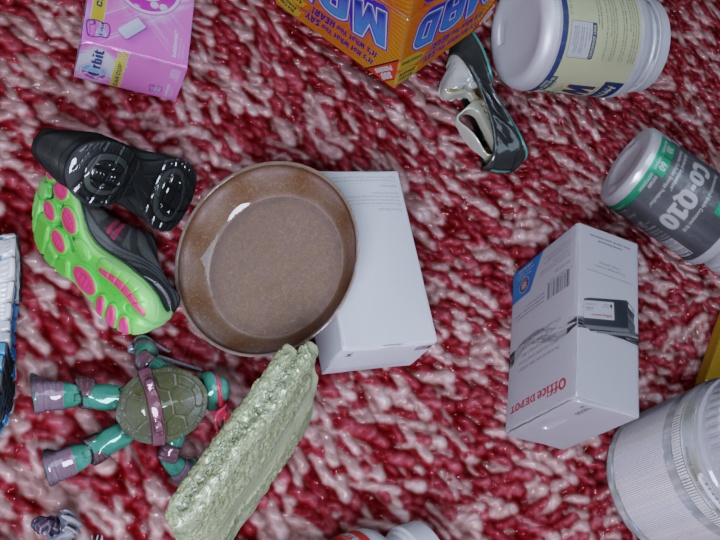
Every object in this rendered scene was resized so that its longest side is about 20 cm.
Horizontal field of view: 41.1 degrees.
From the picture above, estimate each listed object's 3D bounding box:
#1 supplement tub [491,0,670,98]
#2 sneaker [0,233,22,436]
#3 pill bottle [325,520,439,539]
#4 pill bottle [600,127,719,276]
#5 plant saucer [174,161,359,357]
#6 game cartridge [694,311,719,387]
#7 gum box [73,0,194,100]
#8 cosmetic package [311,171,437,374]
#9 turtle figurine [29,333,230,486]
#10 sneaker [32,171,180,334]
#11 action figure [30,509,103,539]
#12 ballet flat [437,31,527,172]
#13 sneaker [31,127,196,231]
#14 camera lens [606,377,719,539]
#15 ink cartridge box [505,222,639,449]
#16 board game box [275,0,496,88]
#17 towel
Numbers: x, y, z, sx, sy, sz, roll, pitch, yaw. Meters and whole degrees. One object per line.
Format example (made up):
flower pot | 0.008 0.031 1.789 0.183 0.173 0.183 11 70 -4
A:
supplement tub | 0.285 -0.301 1.244 0.196 0.145 0.148 0 66 -23
sneaker | -0.351 0.061 0.855 0.085 0.075 0.203 0 60 -14
pill bottle | -0.021 0.299 0.853 0.197 0.116 0.118 -12 72 -28
pill bottle | 0.414 -0.081 1.215 0.198 0.113 0.114 32 58 -6
plant saucer | -0.091 -0.009 0.965 0.197 0.037 0.204 -5 72 16
game cartridge | 0.529 0.134 1.214 0.199 0.032 0.177 36 58 -5
gum box | -0.244 -0.301 1.061 0.112 0.066 0.203 10 63 -20
cosmetic package | 0.000 0.000 1.021 0.111 0.081 0.204 -1 68 -23
turtle figurine | -0.192 0.125 0.875 0.197 0.101 0.152 -9 71 -20
sneaker | -0.250 -0.019 0.938 0.201 0.077 0.083 52 23 13
action figure | -0.292 0.254 0.786 0.197 0.069 0.132 24 55 -15
ballet flat | 0.141 -0.212 1.189 0.067 0.068 0.203 -18 74 -20
sneaker | -0.232 -0.097 0.928 0.090 0.200 0.077 28 90 26
camera lens | 0.369 0.207 1.012 0.157 0.200 0.163 9 64 -19
ink cartridge box | 0.229 0.076 1.045 0.083 0.145 0.203 16 62 -15
board game box | 0.043 -0.383 1.115 0.199 0.201 0.199 38 55 19
towel | -0.098 0.167 0.857 0.036 0.149 0.201 28 61 17
